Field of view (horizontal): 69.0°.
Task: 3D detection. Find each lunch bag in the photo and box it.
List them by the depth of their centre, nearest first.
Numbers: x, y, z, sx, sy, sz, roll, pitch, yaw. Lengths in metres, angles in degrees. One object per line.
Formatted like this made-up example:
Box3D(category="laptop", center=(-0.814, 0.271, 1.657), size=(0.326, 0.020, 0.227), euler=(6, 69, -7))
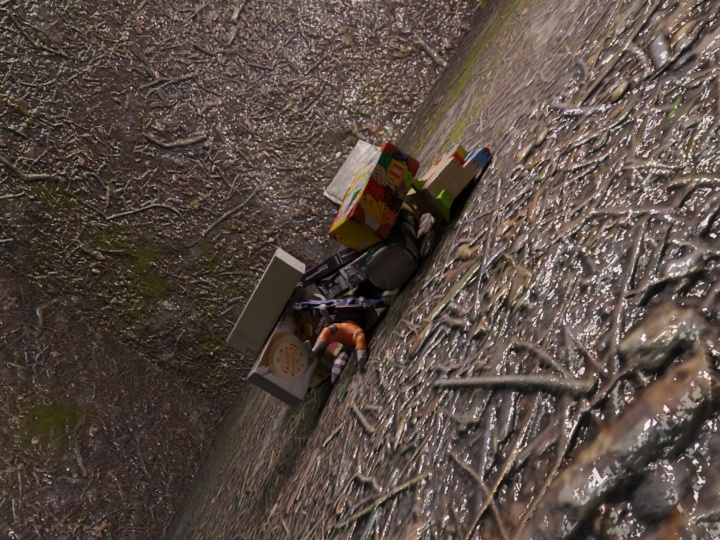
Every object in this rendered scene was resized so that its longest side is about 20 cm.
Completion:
Box3D(category="lunch bag", center=(0.033, -0.186, 1.284), size=(0.167, 0.199, 0.117), euler=(-54, 42, -2))

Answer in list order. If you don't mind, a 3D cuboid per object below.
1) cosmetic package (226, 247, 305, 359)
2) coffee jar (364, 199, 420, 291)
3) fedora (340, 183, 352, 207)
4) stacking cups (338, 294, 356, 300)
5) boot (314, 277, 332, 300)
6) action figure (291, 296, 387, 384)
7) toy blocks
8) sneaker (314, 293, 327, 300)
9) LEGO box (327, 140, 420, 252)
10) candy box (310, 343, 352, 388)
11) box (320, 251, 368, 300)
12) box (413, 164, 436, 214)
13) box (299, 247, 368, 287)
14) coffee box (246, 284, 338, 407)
Box3D(category="cosmetic package", center=(-0.192, 0.065, 1.077), size=(0.204, 0.072, 0.104), euler=(-58, 9, 7))
Box3D(category="coffee jar", center=(0.066, -0.059, 1.035), size=(0.104, 0.085, 0.203), euler=(-39, 21, 28))
Box3D(category="fedora", center=(0.051, -0.136, 1.180), size=(0.091, 0.199, 0.204), euler=(36, 95, 41))
Box3D(category="stacking cups", center=(-0.041, 0.098, 1.313), size=(0.062, 0.059, 0.200), euler=(-58, 3, -10))
Box3D(category="boot", center=(-0.048, 0.023, 1.379), size=(0.129, 0.068, 0.200), euler=(-39, -4, 1))
Box3D(category="action figure", center=(-0.047, 0.115, 1.005), size=(0.194, 0.192, 0.109), euler=(-57, -36, -61))
Box3D(category="toy blocks", center=(0.165, -0.177, 0.983), size=(0.137, 0.100, 0.200), euler=(-46, 8, -4))
Box3D(category="sneaker", center=(-0.120, 0.155, 1.169), size=(0.080, 0.073, 0.204), euler=(93, -160, -59))
Box3D(category="LEGO box", center=(0.020, -0.130, 0.989), size=(0.153, 0.075, 0.199), euler=(-65, 12, -12))
Box3D(category="candy box", center=(-0.069, 0.174, 1.164), size=(0.200, 0.054, 0.118), euler=(-46, 16, 53))
Box3D(category="box", center=(0.000, 0.000, 1.208), size=(0.155, 0.051, 0.200), euler=(-34, -1, -19))
Box3D(category="box", center=(0.127, -0.151, 1.294), size=(0.202, 0.021, 0.165), euler=(-55, 9, 32))
Box3D(category="box", center=(-0.069, -0.014, 1.340), size=(0.197, 0.037, 0.141), euler=(-27, -1, 41))
Box3D(category="coffee box", center=(-0.132, 0.152, 1.064), size=(0.080, 0.112, 0.204), euler=(-41, 20, 58))
